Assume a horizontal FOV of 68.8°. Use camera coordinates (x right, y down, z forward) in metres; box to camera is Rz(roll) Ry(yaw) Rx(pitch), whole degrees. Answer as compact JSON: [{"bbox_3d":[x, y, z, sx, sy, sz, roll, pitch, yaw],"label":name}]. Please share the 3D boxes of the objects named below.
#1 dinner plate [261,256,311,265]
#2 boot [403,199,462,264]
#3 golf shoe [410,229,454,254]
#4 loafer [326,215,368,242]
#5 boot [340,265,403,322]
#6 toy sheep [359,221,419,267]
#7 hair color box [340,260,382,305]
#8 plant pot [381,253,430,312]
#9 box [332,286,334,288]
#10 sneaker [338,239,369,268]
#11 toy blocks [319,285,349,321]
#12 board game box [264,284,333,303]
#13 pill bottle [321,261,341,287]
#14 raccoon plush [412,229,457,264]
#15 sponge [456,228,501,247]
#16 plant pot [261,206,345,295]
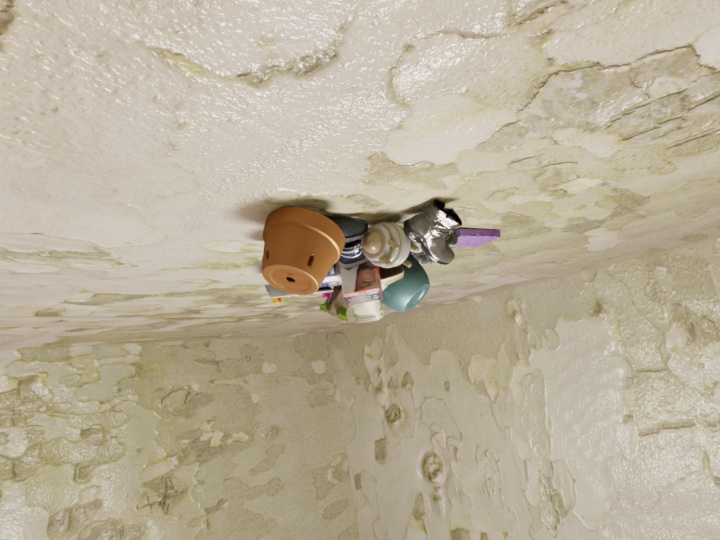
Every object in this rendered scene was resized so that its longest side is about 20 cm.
[{"bbox_3d":[-0.169,-0.042,1.415,0.199,0.024,0.200,-4,-149,2],"label":"dinner plate"},{"bbox_3d":[0.220,-0.097,1.401,0.130,0.068,0.200,-29,128,36],"label":"boot"},{"bbox_3d":[0.183,-0.115,1.505,0.088,0.077,0.200,17,148,-25],"label":"golf shoe"},{"bbox_3d":[-0.075,-0.104,1.334,0.200,0.068,0.070,-3,175,-11],"label":"loafer"},{"bbox_3d":[0.056,0.073,1.634,0.199,0.072,0.155,-21,124,3],"label":"boot"},{"bbox_3d":[0.078,-0.068,1.428,0.138,0.138,0.200,-18,164,36],"label":"toy sheep"},{"bbox_3d":[0.000,0.000,1.561,0.110,0.201,0.064,-11,141,6],"label":"hair color box"},{"bbox_3d":[0.131,0.040,1.737,0.200,0.161,0.201,-39,159,-18],"label":"plant pot"},{"bbox_3d":[-0.032,0.040,1.829,0.041,0.039,0.200,-14,171,-34],"label":"box"},{"bbox_3d":[0.025,-0.083,1.507,0.199,0.070,0.109,-25,146,-8],"label":"sneaker"},{"bbox_3d":[-0.063,0.083,1.745,0.100,0.137,0.200,30,170,-13],"label":"toy blocks"},{"bbox_3d":[-0.206,0.067,1.737,0.199,0.026,0.200,-6,-170,-15],"label":"board game box"},{"bbox_3d":[-0.156,0.003,1.676,0.199,0.112,0.111,-8,168,-6],"label":"pill bottle"},{"bbox_3d":[0.206,-0.085,1.613,0.199,0.097,0.134,-1,158,-33],"label":"raccoon plush"},{"bbox_3d":[0.363,-0.108,1.754,0.199,0.030,0.111,0,165,-36],"label":"sponge"},{"bbox_3d":[-0.149,-0.034,1.249,0.199,0.140,0.200,11,150,6],"label":"plant pot"}]
